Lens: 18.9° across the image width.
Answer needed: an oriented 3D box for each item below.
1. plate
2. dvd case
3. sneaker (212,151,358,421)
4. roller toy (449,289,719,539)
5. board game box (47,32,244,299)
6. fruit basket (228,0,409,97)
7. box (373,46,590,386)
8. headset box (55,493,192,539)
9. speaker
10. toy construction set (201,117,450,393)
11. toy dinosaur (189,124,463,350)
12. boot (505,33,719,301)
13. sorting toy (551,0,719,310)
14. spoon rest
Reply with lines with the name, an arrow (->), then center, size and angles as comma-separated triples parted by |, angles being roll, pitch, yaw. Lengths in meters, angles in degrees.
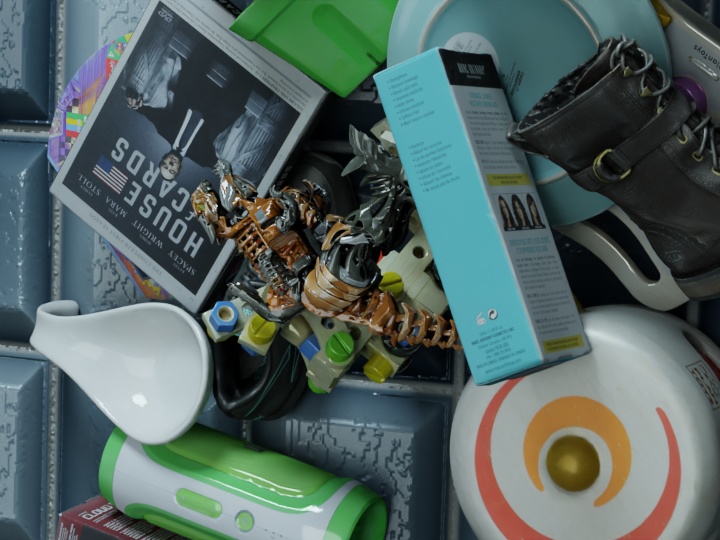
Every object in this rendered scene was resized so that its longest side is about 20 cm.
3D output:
plate -> 0.100, -0.121, 1.366 | 0.200, 0.026, 0.201 | 11, 112, 27
dvd case -> -0.120, -0.091, 1.519 | 0.150, 0.025, 0.200 | 39, 115, 15
sneaker -> -0.054, 0.015, 1.523 | 0.075, 0.079, 0.201 | 18, 100, 22
roller toy -> 0.157, 0.114, 1.399 | 0.182, 0.140, 0.201 | 15, 100, 22
board game box -> -0.152, -0.079, 1.579 | 0.158, 0.039, 0.200 | -40, 79, 22
fruit basket -> -0.013, -0.250, 1.456 | 0.215, 0.156, 0.216 | 4, 109, 12
box -> 0.075, -0.034, 1.320 | 0.049, 0.082, 0.201 | -21, 82, 26
headset box -> -0.150, 0.261, 1.583 | 0.200, 0.075, 0.149 | 19, 106, 22
speaker -> -0.084, 0.163, 1.543 | 0.200, 0.088, 0.089 | 18, 101, 22
toy construction set -> 0.000, 0.000, 1.466 | 0.131, 0.092, 0.200 | 37, 78, 6
toy dinosaur -> -0.009, -0.014, 1.390 | 0.200, 0.102, 0.136 | 33, 92, -13
boot -> 0.204, -0.075, 1.285 | 0.200, 0.069, 0.174 | -32, 113, 36
sorting toy -> 0.198, -0.076, 1.393 | 0.200, 0.107, 0.180 | 39, 116, 17
spoon rest -> -0.176, 0.062, 1.552 | 0.200, 0.061, 0.100 | 18, 96, 46
